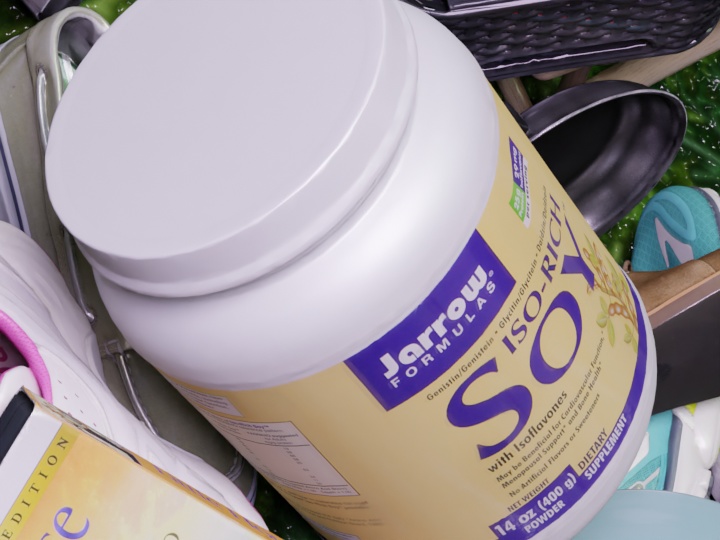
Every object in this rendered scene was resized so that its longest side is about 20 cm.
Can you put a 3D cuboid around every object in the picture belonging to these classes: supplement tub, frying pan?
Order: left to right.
[{"bbox_3d":[0.000,0.000,0.829,0.200,0.145,0.146,50,42,-44],"label":"supplement tub"},{"bbox_3d":[0.054,-0.037,0.963,0.189,0.115,0.031,1,48,-49],"label":"frying pan"}]

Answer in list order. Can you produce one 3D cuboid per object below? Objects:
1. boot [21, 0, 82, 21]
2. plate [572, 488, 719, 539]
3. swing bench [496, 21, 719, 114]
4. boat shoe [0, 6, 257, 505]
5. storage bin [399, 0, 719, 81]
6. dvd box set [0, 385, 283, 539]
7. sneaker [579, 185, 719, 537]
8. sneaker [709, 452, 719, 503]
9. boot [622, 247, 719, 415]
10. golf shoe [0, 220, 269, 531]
[{"bbox_3d":[-0.158,-0.131,0.907,0.131,0.070,0.200,38,53,-9],"label":"boot"},{"bbox_3d":[0.107,0.176,0.902,0.199,0.026,0.202,1,73,-3],"label":"plate"},{"bbox_3d":[0.115,-0.188,1.025,0.199,0.130,0.200,-24,81,-6],"label":"swing bench"},{"bbox_3d":[-0.087,0.002,0.893,0.072,0.062,0.201,-19,79,-38],"label":"boat shoe"},{"bbox_3d":[0.059,-0.180,0.905,0.134,0.094,0.201,-9,79,-2],"label":"storage bin"},{"bbox_3d":[-0.063,0.148,0.799,0.199,0.029,0.147,33,88,-22],"label":"dvd box set"},{"bbox_3d":[0.107,0.041,0.998,0.079,0.078,0.201,24,54,-7],"label":"sneaker"},{"bbox_3d":[0.179,0.138,0.997,0.088,0.080,0.201,41,53,-41],"label":"sneaker"},{"bbox_3d":[0.107,0.014,0.948,0.199,0.074,0.076,-26,50,-10],"label":"boot"},{"bbox_3d":[-0.098,0.073,0.828,0.200,0.075,0.092,49,11,3],"label":"golf shoe"}]
